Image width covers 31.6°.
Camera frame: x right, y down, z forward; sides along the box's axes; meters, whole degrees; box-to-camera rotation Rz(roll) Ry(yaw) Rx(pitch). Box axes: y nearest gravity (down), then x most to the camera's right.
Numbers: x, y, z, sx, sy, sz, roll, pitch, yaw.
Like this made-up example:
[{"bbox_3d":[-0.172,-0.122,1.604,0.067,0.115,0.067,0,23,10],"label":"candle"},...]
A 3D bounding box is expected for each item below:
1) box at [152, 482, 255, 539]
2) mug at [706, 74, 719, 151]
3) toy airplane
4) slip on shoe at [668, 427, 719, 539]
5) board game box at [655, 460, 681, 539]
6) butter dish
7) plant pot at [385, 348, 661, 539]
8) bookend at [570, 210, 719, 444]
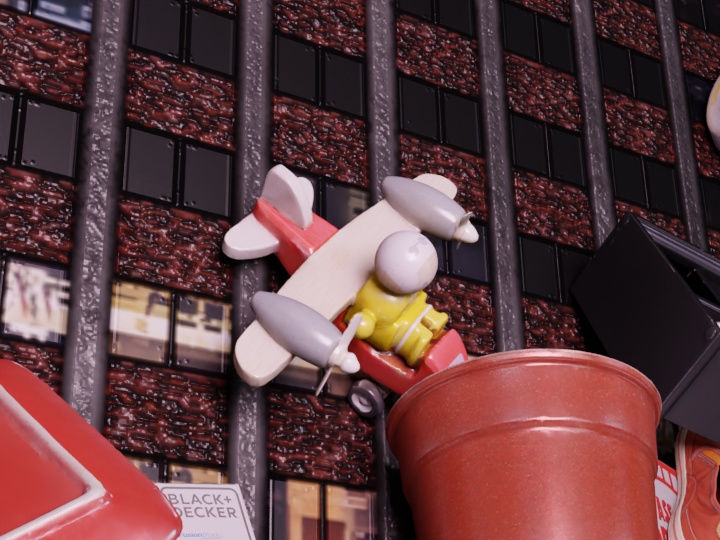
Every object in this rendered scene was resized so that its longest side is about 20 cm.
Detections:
[{"bbox_3d":[-0.091,0.235,0.729,0.060,0.117,0.201,6,42,-32],"label":"box"},{"bbox_3d":[0.438,-0.158,1.329,0.152,0.186,0.150,16,93,-18],"label":"mug"},{"bbox_3d":[0.000,0.000,0.925,0.198,0.141,0.201,12,63,-29],"label":"toy airplane"},{"bbox_3d":[0.295,0.174,1.037,0.074,0.061,0.200,48,30,-8],"label":"slip on shoe"},{"bbox_3d":[0.230,0.239,0.990,0.151,0.046,0.201,31,39,-34],"label":"board game box"},{"bbox_3d":[-0.227,0.168,0.698,0.199,0.149,0.199,-24,44,-38],"label":"butter dish"},{"bbox_3d":[0.120,0.189,0.862,0.200,0.201,0.196,19,48,-27],"label":"plant pot"},{"bbox_3d":[0.307,0.068,1.077,0.198,0.092,0.200,25,23,-22],"label":"bookend"}]
